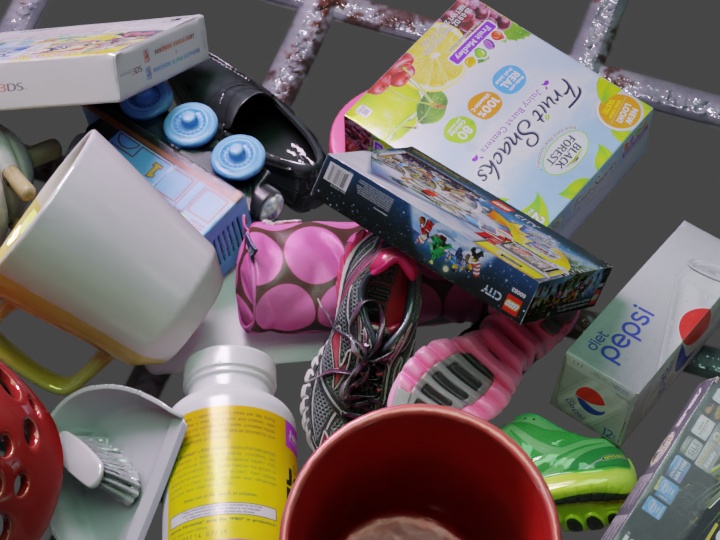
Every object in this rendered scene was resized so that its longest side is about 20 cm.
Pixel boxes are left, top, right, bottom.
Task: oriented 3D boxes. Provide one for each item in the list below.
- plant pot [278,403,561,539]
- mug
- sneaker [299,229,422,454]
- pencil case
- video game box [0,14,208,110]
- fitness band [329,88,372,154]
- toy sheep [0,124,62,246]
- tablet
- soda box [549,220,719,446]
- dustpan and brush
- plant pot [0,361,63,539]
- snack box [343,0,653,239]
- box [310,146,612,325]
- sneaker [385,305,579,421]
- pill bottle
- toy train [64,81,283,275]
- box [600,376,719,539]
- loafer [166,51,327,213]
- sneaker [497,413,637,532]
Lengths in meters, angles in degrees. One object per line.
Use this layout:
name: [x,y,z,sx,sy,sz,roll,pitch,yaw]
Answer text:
plant pot: [0.035,0.216,1.548,0.199,0.177,0.202,1,69,-4]
mug: [-0.199,0.001,1.703,0.153,0.186,0.150,36,56,-12]
sneaker: [0.002,0.068,1.674,0.080,0.075,0.201,6,100,-10]
pencil case: [0.000,0.000,1.743,0.199,0.091,0.094,0,65,-11]
video game box: [-0.250,-0.170,1.806,0.199,0.047,0.182,-2,13,21]
fitness band: [0.066,-0.089,1.848,0.200,0.038,0.144,37,64,23]
toy sheep: [-0.333,-0.065,1.781,0.199,0.138,0.138,-19,57,-29]
tablet: [-0.081,0.021,1.790,0.199,0.014,0.131,-5,57,-3]
soda box: [0.231,0.047,1.715,0.068,0.064,0.200,31,47,19]
dustpan and brush: [-0.224,0.137,1.675,0.200,0.057,0.140,28,98,53]
plant pot: [-0.341,0.125,1.594,0.199,0.183,0.201,-9,56,14]
snack box: [0.114,-0.114,1.804,0.200,0.068,0.169,34,65,19]
box: [0.078,-0.030,1.660,0.200,0.038,0.136,32,19,24]
sneaker: [0.088,0.079,1.702,0.200,0.095,0.079,-37,82,-33]
pill bottle: [-0.098,0.160,1.644,0.104,0.104,0.201,-2,57,-1]
toy train: [-0.159,-0.080,1.807,0.200,0.087,0.114,33,64,25]
box: [0.267,0.205,1.592,0.161,0.049,0.200,35,77,-1]
loafer: [-0.094,-0.132,1.856,0.068,0.071,0.201,-36,63,-22]
sneaker: [0.112,0.156,1.674,0.199,0.074,0.084,3,39,-1]
